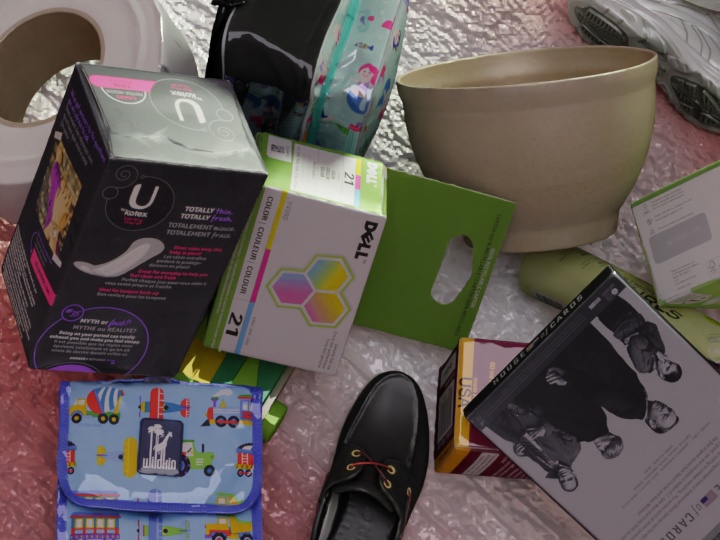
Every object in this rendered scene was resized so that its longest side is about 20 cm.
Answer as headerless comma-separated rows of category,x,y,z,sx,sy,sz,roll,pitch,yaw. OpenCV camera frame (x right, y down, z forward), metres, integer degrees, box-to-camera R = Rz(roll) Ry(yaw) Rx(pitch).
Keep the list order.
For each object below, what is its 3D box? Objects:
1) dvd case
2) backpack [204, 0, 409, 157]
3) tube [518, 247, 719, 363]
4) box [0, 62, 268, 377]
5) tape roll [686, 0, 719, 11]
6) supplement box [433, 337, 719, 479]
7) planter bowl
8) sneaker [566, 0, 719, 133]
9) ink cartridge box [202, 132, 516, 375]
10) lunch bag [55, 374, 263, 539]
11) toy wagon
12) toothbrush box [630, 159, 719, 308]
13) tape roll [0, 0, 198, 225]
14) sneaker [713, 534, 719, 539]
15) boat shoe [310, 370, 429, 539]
dvd case,0.195,0.116,1.620,0.200,0.025,0.150,43,100,-15
backpack,-0.048,-0.155,1.702,0.150,0.200,0.179,21,57,-5
tube,0.209,0.029,1.705,0.199,0.052,0.058,27,61,38
box,-0.163,-0.033,1.594,0.121,0.201,0.106,5,42,-29
tape roll,0.302,-0.323,1.790,0.201,0.140,0.204,8,54,-11
supplement box,0.161,0.109,1.699,0.198,0.110,0.086,5,76,-6
planter bowl,0.132,-0.089,1.723,0.198,0.200,0.136,-9,102,-9
sneaker,0.268,-0.188,1.814,0.200,0.078,0.100,39,71,4
ink cartridge box,0.000,0.000,1.648,0.198,0.149,0.076,14,32,-7
lunch bag,-0.146,0.166,1.650,0.149,0.094,0.202,1,79,-6
toy wagon,-0.099,0.029,1.728,0.154,0.040,0.201,31,74,2
toothbrush box,0.321,-0.033,1.691,0.199,0.145,0.087,5,66,-47
tape roll,-0.223,-0.134,1.696,0.201,0.071,0.204,-11,57,17
sneaker,0.297,0.256,1.707,0.079,0.075,0.200,-40,79,3
boat shoe,0.008,0.167,1.693,0.073,0.063,0.203,17,72,1
